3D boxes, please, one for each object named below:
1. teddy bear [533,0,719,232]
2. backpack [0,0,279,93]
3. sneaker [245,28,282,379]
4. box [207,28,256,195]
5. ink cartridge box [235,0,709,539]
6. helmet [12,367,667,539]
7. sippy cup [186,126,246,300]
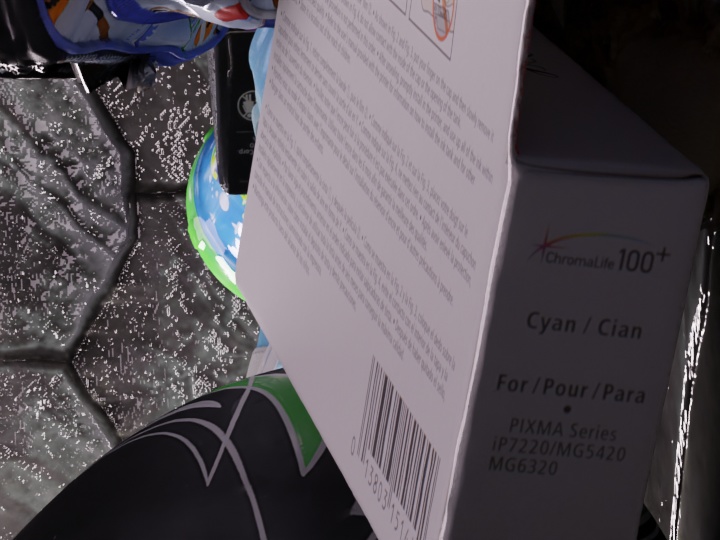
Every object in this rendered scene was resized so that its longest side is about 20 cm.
[{"bbox_3d":[0.062,-0.087,0.619,0.200,0.066,0.146,-142,40,-78],"label":"teddy bear"},{"bbox_3d":[-0.073,-0.137,0.733,0.191,0.153,0.201,-41,-39,-84],"label":"backpack"},{"bbox_3d":[0.000,0.000,0.823,0.131,0.079,0.201,-123,45,-69],"label":"sneaker"},{"bbox_3d":[-0.001,-0.125,1.082,0.200,0.121,0.107,-96,5,-58],"label":"box"},{"bbox_3d":[0.021,-0.046,0.585,0.200,0.044,0.177,-125,41,-67],"label":"ink cartridge box"},{"bbox_3d":[-0.004,0.114,0.680,0.190,0.199,0.201,-29,51,36],"label":"helmet"},{"bbox_3d":[-0.019,-0.061,1.501,0.178,0.139,0.130,61,156,19],"label":"sippy cup"}]
